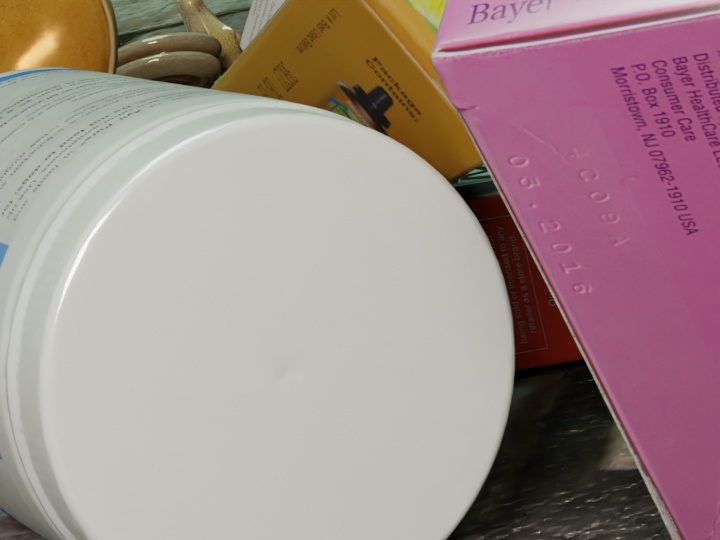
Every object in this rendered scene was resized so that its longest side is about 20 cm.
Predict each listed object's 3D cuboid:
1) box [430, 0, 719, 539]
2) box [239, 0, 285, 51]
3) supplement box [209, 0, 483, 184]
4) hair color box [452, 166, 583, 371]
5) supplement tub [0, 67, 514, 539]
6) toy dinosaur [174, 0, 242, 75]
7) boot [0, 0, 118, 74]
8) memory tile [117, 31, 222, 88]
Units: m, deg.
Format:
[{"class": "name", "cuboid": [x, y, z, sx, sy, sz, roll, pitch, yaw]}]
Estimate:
[{"class": "box", "cuboid": [0.108, -0.060, 0.658, 0.096, 0.176, 0.200, -8, 43, 24]}, {"class": "box", "cuboid": [0.057, -0.079, 0.959, 0.200, 0.042, 0.039, 0, 33, -33]}, {"class": "supplement box", "cuboid": [0.012, -0.058, 0.785, 0.069, 0.067, 0.200, -42, 3, -12]}, {"class": "hair color box", "cuboid": [0.000, 0.000, 0.938, 0.199, 0.061, 0.102, -11, 14, 14]}, {"class": "supplement tub", "cuboid": [-0.058, 0.013, 0.780, 0.132, 0.132, 0.200, -18, 13, -21]}, {"class": "toy dinosaur", "cuboid": [-0.014, -0.071, 1.239, 0.200, 0.058, 0.101, 15, 1, -36]}, {"class": "boot", "cuboid": [-0.163, -0.018, 0.904, 0.071, 0.201, 0.144, 35, 8, 21]}, {"class": "memory tile", "cuboid": [-0.132, -0.048, 1.201, 0.153, 0.017, 0.200, -11, -14, -6]}]
